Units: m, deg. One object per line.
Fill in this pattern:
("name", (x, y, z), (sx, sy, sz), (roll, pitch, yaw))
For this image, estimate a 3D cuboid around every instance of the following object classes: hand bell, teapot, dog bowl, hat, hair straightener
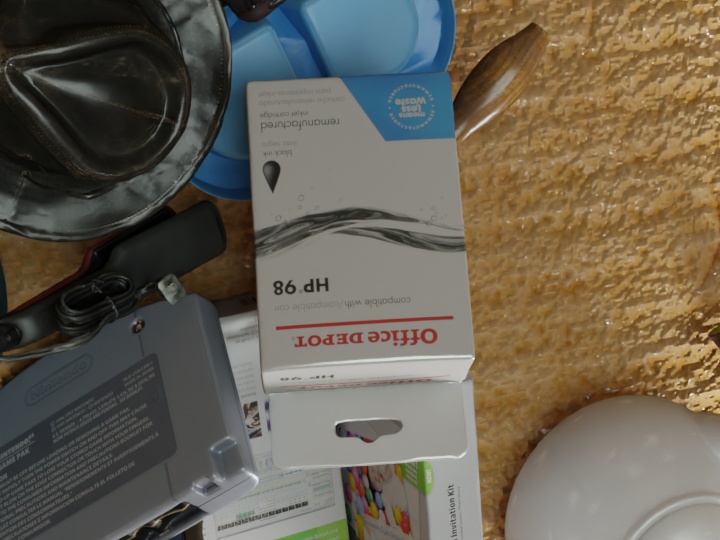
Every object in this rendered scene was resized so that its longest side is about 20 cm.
("hand bell", (0.043, -0.069, 0.844), (0.104, 0.104, 0.200), (40, 92, -27))
("teapot", (0.201, 0.195, 0.968), (0.195, 0.146, 0.203), (-15, 114, -14))
("dog bowl", (-0.038, -0.125, 0.840), (0.199, 0.049, 0.112), (-33, 114, -13))
("hat", (-0.149, -0.094, 0.721), (0.198, 0.081, 0.203), (-10, 114, -22))
("hair straightener", (-0.135, 0.004, 0.762), (0.199, 0.076, 0.041), (-29, 109, -53))

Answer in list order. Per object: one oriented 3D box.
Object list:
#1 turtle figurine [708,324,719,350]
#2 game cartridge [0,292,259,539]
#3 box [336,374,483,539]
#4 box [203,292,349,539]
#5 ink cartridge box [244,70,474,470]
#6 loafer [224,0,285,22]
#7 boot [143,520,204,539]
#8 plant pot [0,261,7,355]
("turtle figurine", (0.311, 0.108, 1.020), (0.064, 0.200, 0.163), (-29, 92, 20))
("game cartridge", (-0.152, 0.102, 0.783), (0.199, 0.135, 0.040), (-30, 147, 16))
("box", (0.027, 0.141, 0.879), (0.041, 0.156, 0.203), (-11, 108, -21))
("box", (-0.085, 0.120, 0.893), (0.142, 0.036, 0.203), (-12, 107, -20))
("ink cartridge box", (0.000, 0.000, 0.759), (0.114, 0.067, 0.203), (-4, 75, -3))
("loafer", (-0.010, -0.217, 0.794), (0.199, 0.072, 0.063), (-40, 137, -19))
("boot", (-0.161, 0.178, 0.811), (0.074, 0.097, 0.200), (32, 113, -35))
("plant pot", (-0.276, 0.037, 0.731), (0.197, 0.135, 0.203), (-6, 106, -22))
